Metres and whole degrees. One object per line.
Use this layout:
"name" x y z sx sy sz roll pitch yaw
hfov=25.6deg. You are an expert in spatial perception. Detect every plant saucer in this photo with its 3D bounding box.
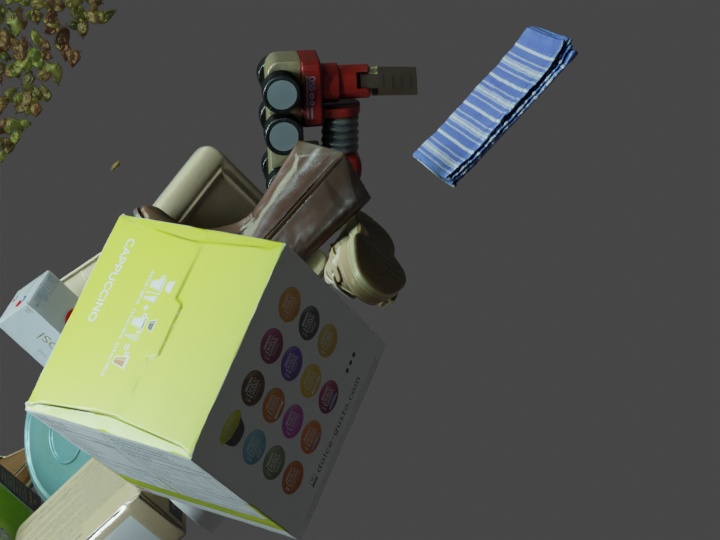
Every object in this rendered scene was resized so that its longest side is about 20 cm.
"plant saucer" -0.326 0.187 1.802 0.199 0.027 0.203 -6 81 43

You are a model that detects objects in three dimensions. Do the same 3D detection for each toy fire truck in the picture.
"toy fire truck" -0.021 -0.177 1.887 0.197 0.178 0.129 -4 23 -6

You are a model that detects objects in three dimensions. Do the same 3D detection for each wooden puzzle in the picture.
"wooden puzzle" -0.155 -0.004 1.730 0.186 0.200 0.037 -53 22 -14

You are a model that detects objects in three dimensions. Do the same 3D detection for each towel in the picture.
"towel" 0.142 -0.183 1.718 0.200 0.024 0.145 -47 21 2

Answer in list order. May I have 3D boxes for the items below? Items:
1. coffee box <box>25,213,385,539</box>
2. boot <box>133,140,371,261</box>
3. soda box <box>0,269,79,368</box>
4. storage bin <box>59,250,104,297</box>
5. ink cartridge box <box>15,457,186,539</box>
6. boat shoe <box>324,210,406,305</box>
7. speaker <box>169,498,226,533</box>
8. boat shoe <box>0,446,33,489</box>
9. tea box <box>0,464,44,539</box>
"coffee box" -0.134 0.093 1.408 0.198 0.198 0.201 11 68 35
"boot" -0.110 -0.072 1.645 0.201 0.186 0.064 -51 6 8
"soda box" -0.330 0.097 1.884 0.068 0.200 0.064 -29 24 37
"storage bin" -0.240 -0.018 1.970 0.198 0.094 0.200 -28 6 40
"ink cartridge box" -0.273 0.272 1.653 0.200 0.075 0.165 -42 24 12
"boat shoe" 0.000 0.000 1.621 0.065 0.071 0.200 -47 11 12
"speaker" -0.109 0.154 1.538 0.200 0.081 0.081 -49 22 -5
"boat shoe" -0.485 0.280 2.036 0.199 0.074 0.076 -38 24 24
"tea box" -0.452 0.299 1.776 0.134 0.197 0.200 -44 21 5
